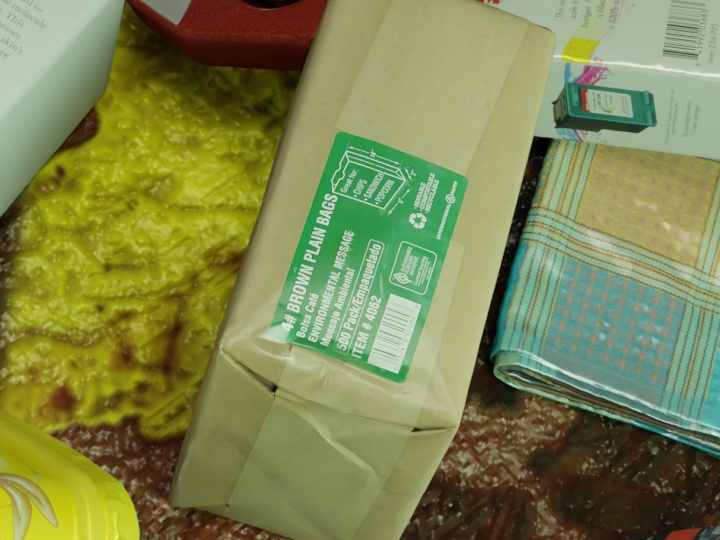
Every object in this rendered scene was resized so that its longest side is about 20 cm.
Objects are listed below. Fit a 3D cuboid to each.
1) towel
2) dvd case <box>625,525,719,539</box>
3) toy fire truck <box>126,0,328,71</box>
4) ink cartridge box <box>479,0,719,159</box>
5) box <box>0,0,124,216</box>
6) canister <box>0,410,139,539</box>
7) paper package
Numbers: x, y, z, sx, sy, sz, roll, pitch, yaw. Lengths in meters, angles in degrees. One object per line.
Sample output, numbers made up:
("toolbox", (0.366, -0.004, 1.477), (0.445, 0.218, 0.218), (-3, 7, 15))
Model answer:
("towel", (0.152, -0.013, 1.173), (0.146, 0.022, 0.200), (19, 61, -2))
("dvd case", (0.125, 0.155, 0.985), (0.146, 0.200, 0.022), (-43, 100, -27))
("toy fire truck", (-0.011, -0.175, 1.126), (0.168, 0.112, 0.200), (35, 81, 37))
("ink cartridge box", (0.111, -0.127, 1.181), (0.200, 0.067, 0.116), (8, 58, 8))
("box", (-0.223, -0.082, 1.083), (0.152, 0.106, 0.200), (34, 61, 6))
("canister", (-0.208, 0.091, 0.931), (0.200, 0.148, 0.087), (15, 95, -42))
("paper package", (0.000, 0.000, 1.039), (0.103, 0.191, 0.200), (18, 62, -1))
